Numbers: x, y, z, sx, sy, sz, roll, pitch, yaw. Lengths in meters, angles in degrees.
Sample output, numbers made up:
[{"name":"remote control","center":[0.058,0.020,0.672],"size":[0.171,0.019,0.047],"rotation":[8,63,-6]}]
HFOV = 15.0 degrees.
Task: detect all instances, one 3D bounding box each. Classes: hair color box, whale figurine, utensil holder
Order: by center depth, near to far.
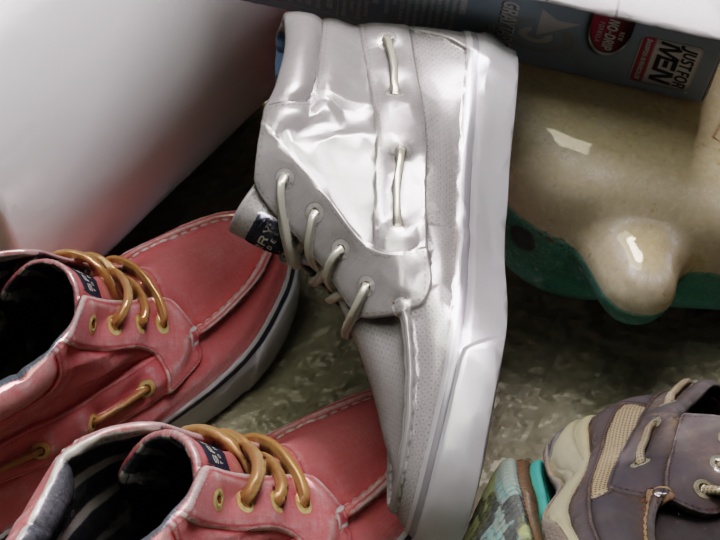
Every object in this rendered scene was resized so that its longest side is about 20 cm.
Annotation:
[{"name":"hair color box","center":[0.043,-0.137,1.008],"size":[0.199,0.061,0.099],"rotation":[13,70,2]},{"name":"whale figurine","center":[0.129,-0.024,1.059],"size":[0.199,0.104,0.159],"rotation":[29,49,7]},{"name":"utensil holder","center":[-0.135,-0.089,1.124],"size":[0.169,0.171,0.200],"rotation":[19,48,31]}]

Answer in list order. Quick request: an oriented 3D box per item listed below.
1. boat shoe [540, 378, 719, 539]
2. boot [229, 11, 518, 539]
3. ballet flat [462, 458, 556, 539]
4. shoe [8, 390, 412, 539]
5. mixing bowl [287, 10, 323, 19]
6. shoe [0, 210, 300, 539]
[{"name":"boat shoe","center":[0.104,0.078,0.874],"size":[0.073,0.075,0.200],"rotation":[-38,16,10]},{"name":"boot","center":[0.000,0.000,0.952],"size":[0.095,0.074,0.201],"rotation":[9,58,-6]},{"name":"ballet flat","center":[0.061,0.139,0.890],"size":[0.071,0.069,0.200],"rotation":[-30,41,3]},{"name":"shoe","center":[-0.040,0.083,0.941],"size":[0.071,0.091,0.200],"rotation":[26,52,37]},{"name":"mixing bowl","center":[0.045,-0.153,1.136],"size":[0.108,0.201,0.201],"rotation":[4,41,13]},{"name":"shoe","center":[-0.095,0.022,1.032],"size":[0.071,0.091,0.200],"rotation":[31,55,27]}]
